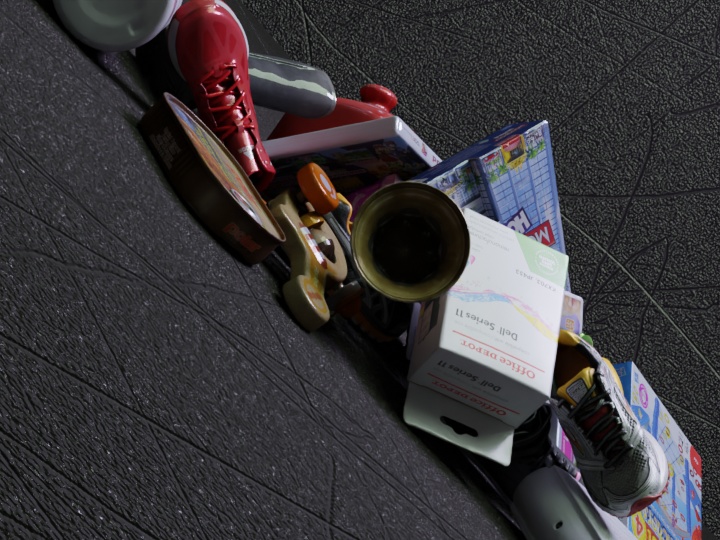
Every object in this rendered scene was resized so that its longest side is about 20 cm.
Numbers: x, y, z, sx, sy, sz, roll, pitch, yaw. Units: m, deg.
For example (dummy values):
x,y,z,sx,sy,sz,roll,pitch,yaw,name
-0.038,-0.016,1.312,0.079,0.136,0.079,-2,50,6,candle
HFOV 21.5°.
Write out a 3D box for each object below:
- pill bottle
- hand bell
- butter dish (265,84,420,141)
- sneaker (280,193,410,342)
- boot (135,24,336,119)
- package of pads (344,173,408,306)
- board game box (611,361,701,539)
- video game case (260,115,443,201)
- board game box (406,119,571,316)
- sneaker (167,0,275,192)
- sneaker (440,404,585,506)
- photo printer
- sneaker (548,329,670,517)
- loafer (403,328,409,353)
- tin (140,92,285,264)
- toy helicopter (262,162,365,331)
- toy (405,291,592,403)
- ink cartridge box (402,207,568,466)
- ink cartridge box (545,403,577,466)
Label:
x,y,z,sx,sy,sz,roll,pitch,yaw,name
-0.222,-0.269,1.772,0.113,0.113,0.200,46,6,-10,pill bottle
0.033,-0.006,1.698,0.104,0.104,0.200,48,-11,5,hand bell
-0.003,-0.132,2.059,0.199,0.149,0.199,13,-16,34,butter dish
0.000,0.000,1.818,0.200,0.077,0.078,43,6,-47,sneaker
-0.115,-0.187,1.918,0.199,0.073,0.182,21,20,-30,boot
0.058,-0.009,1.920,0.199,0.120,0.076,34,53,-30,package of pads
0.282,0.229,1.897,0.200,0.055,0.197,49,37,-43,board game box
-0.008,-0.090,1.906,0.182,0.198,0.023,40,50,-51,video game case
0.129,-0.016,1.852,0.061,0.199,0.202,-3,-68,51,board game box
-0.116,-0.151,1.751,0.116,0.078,0.201,58,-10,40,sneaker
0.161,0.172,1.735,0.200,0.071,0.099,42,-24,-2,sneaker
0.223,0.278,1.659,0.166,0.069,0.200,43,8,-30,photo printer
0.206,0.135,1.680,0.082,0.078,0.201,47,12,-45,sneaker
0.094,0.105,1.885,0.073,0.072,0.200,28,0,-28,loafer
-0.127,-0.078,1.611,0.112,0.042,0.200,38,11,-38,tin
-0.040,0.004,1.645,0.133,0.078,0.200,55,14,-20,toy helicopter
0.140,0.050,1.778,0.199,0.116,0.047,20,-23,-32,toy
0.112,0.058,1.675,0.116,0.067,0.201,23,52,-15,ink cartridge box
0.222,0.209,1.896,0.200,0.042,0.120,52,36,-45,ink cartridge box
